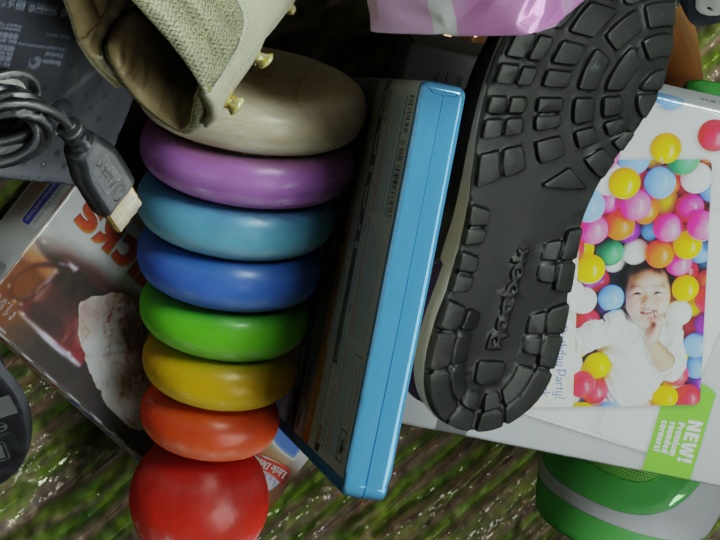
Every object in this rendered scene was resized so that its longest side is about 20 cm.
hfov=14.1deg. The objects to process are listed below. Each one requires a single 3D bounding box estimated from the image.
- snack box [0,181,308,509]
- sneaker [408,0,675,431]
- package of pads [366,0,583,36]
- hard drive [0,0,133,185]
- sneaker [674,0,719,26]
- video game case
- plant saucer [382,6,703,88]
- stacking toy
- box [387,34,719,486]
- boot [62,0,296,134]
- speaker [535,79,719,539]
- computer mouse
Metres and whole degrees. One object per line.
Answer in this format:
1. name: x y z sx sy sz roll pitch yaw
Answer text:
1. snack box: -0.081 0.033 1.146 0.072 0.024 0.200 -53 138 -10
2. sneaker: 0.046 -0.048 1.090 0.076 0.088 0.200 13 103 -35
3. package of pads: 0.040 -0.187 0.955 0.120 0.076 0.200 -40 126 -51
4. hard drive: -0.117 -0.131 0.998 0.135 0.042 0.200 4 110 -46
5. sneaker: 0.119 -0.146 1.110 0.199 0.080 0.130 4 148 -20
6. video game case: 0.000 0.000 1.075 0.018 0.200 0.143 10 93 -9
7. plant saucer: 0.080 -0.045 1.247 0.200 0.037 0.200 -24 129 -33
8. stacking toy: -0.052 0.021 1.091 0.085 0.085 0.200 -9 115 -41
9. box: 0.096 -0.002 1.177 0.200 0.041 0.156 12 106 -10
10. boot: -0.026 -0.110 1.021 0.155 0.072 0.200 -60 147 -17
11. speaker: 0.141 0.024 1.255 0.088 0.088 0.200 3 111 -45
12. computer mouse: -0.140 0.001 1.019 0.140 0.046 0.200 -21 140 -1
